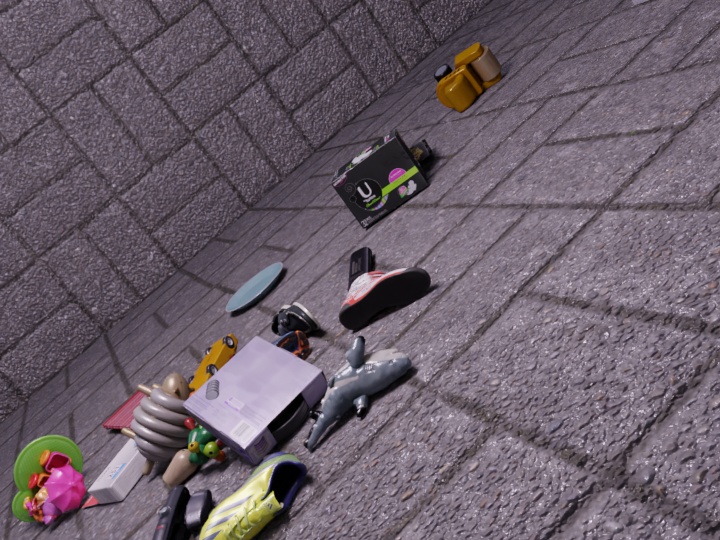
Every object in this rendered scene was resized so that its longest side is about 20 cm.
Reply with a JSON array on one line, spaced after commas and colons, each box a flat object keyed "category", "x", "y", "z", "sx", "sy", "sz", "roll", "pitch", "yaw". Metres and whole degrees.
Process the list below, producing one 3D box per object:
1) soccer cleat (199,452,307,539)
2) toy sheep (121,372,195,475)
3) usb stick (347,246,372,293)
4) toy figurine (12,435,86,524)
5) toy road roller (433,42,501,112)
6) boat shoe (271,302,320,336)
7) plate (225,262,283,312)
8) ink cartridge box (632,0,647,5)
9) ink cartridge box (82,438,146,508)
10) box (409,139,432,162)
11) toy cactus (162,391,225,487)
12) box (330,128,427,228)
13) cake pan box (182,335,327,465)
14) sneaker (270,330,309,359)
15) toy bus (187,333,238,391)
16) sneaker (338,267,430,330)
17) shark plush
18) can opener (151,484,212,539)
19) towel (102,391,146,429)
[{"category": "soccer cleat", "x": -0.148, "y": 0.331, "z": 1.076, "sx": 0.083, "sy": 0.065, "sz": 0.200, "roll": -5, "pitch": 37, "yaw": 50}, {"category": "toy sheep", "x": -0.384, "y": 0.297, "z": 1.526, "sx": 0.138, "sy": 0.136, "sz": 0.203, "roll": -157, "pitch": 85, "yaw": -71}, {"category": "usb stick", "x": 0.000, "y": 0.000, "z": 1.680, "sx": 0.055, "sy": 0.033, "sz": 0.200, "roll": -27, "pitch": 19, "yaw": 11}, {"category": "toy figurine", "x": -0.667, "y": 0.479, "z": 1.698, "sx": 0.183, "sy": 0.149, "sz": 0.202, "roll": 12, "pitch": 74, "yaw": 57}, {"category": "toy road roller", "x": 0.318, "y": -0.558, "z": 2.335, "sx": 0.199, "sy": 0.123, "sz": 0.147, "roll": -30, "pitch": 33, "yaw": 28}, {"category": "boat shoe", "x": -0.142, "y": 0.110, "z": 1.615, "sx": 0.066, "sy": 0.075, "sz": 0.199, "roll": -45, "pitch": 17, "yaw": -16}, {"category": "plate", "x": -0.284, "y": 0.052, "z": 2.147, "sx": 0.199, "sy": 0.026, "sz": 0.201, "roll": -35, "pitch": 18, "yaw": 13}, {"category": "ink cartridge box", "x": 0.765, "y": -0.726, "z": 1.951, "sx": 0.094, "sy": 0.044, "sz": 0.200, "roll": -44, "pitch": 18, "yaw": -13}, {"category": "ink cartridge box", "x": -0.492, "y": 0.398, "z": 1.647, "sx": 0.175, "sy": 0.045, "sz": 0.201, "roll": -22, "pitch": 23, "yaw": 40}, {"category": "box", "x": 0.099, "y": -0.275, "z": 2.109, "sx": 0.199, "sy": 0.046, "sz": 0.159, "roll": -34, "pitch": 4, "yaw": 13}, {"category": "toy cactus", "x": -0.294, "y": 0.311, "z": 1.408, "sx": 0.165, "sy": 0.102, "sz": 0.200, "roll": -50, "pitch": 27, "yaw": -6}, {"category": "box", "x": 0.049, "y": -0.232, "z": 1.975, "sx": 0.199, "sy": 0.149, "sz": 0.125, "roll": -34, "pitch": 15, "yaw": 14}, {"category": "cake pan box", "x": -0.175, "y": 0.213, "z": 1.332, "sx": 0.199, "sy": 0.053, "sz": 0.184, "roll": 19, "pitch": 55, "yaw": 42}, {"category": "sneaker", "x": -0.188, "y": 0.190, "z": 1.515, "sx": 0.199, "sy": 0.076, "sz": 0.078, "roll": -28, "pitch": 1, "yaw": -23}, {"category": "toy bus", "x": -0.302, "y": 0.219, "z": 1.657, "sx": 0.065, "sy": 0.079, "sz": 0.201, "roll": -32, "pitch": 18, "yaw": 23}, {"category": "sneaker", "x": 0.048, "y": 0.026, "z": 1.450, "sx": 0.200, "sy": 0.067, "sz": 0.108, "roll": -32, "pitch": 20, "yaw": 29}, {"category": "shark plush", "x": -0.016, "y": 0.185, "z": 1.182, "sx": 0.199, "sy": 0.091, "sz": 0.083, "roll": -38, "pitch": 46, "yaw": -14}, {"category": "can opener", "x": -0.285, "y": 0.399, "z": 1.181, "sx": 0.078, "sy": 0.064, "sz": 0.201, "roll": -31, "pitch": 18, "yaw": 21}, {"category": "towel", "x": -0.551, "y": 0.343, "z": 1.951, "sx": 0.199, "sy": 0.023, "sz": 0.145, "roll": -12, "pitch": 29, "yaw": 52}]
